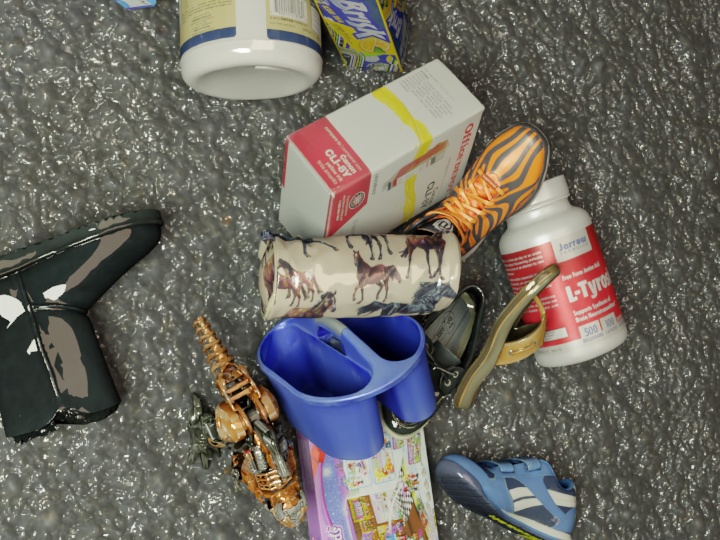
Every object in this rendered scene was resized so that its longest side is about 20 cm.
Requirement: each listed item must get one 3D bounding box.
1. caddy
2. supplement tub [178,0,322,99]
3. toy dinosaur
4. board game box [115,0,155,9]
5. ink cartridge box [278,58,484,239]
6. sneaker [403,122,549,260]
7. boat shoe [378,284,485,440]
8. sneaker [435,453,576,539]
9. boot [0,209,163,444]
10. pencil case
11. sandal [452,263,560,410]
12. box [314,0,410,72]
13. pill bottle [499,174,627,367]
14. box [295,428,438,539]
[{"bbox_3d":[-0.016,0.090,0.880,0.140,0.199,0.107,-30,118,-23],"label":"caddy"},{"bbox_3d":[-0.112,-0.286,0.902,0.142,0.144,0.205,0,84,-24],"label":"supplement tub"},{"bbox_3d":[-0.105,0.142,0.863,0.100,0.135,0.204,-3,86,-23],"label":"toy dinosaur"},{"bbox_3d":[-0.234,-0.380,0.874,0.134,0.044,0.204,26,75,-52],"label":"board game box"},{"bbox_3d":[0.020,-0.108,0.933,0.198,0.146,0.084,-32,67,-23],"label":"ink cartridge box"},{"bbox_3d":[0.117,-0.062,0.944,0.077,0.201,0.112,42,32,11],"label":"sneaker"},{"bbox_3d":[0.084,0.090,0.966,0.074,0.066,0.200,42,54,-3],"label":"boat shoe"},{"bbox_3d":[0.166,0.241,1.013,0.198,0.074,0.083,32,71,-26],"label":"sneaker"},{"bbox_3d":[-0.253,0.051,0.836,0.197,0.076,0.171,-22,90,-18],"label":"boot"},{"bbox_3d":[0.000,0.000,0.859,0.196,0.078,0.091,-2,51,-15],"label":"pencil case"},{"bbox_3d":[0.167,0.079,0.982,0.054,0.080,0.202,34,113,14],"label":"sandal"},{"bbox_3d":[0.002,-0.273,0.922,0.069,0.200,0.066,5,79,12],"label":"box"},{"bbox_3d":[0.226,-0.001,1.042,0.111,0.112,0.204,-20,93,-25],"label":"pill bottle"},{"bbox_3d":[0.010,0.242,0.957,0.134,0.039,0.204,-6,87,-25],"label":"box"}]
